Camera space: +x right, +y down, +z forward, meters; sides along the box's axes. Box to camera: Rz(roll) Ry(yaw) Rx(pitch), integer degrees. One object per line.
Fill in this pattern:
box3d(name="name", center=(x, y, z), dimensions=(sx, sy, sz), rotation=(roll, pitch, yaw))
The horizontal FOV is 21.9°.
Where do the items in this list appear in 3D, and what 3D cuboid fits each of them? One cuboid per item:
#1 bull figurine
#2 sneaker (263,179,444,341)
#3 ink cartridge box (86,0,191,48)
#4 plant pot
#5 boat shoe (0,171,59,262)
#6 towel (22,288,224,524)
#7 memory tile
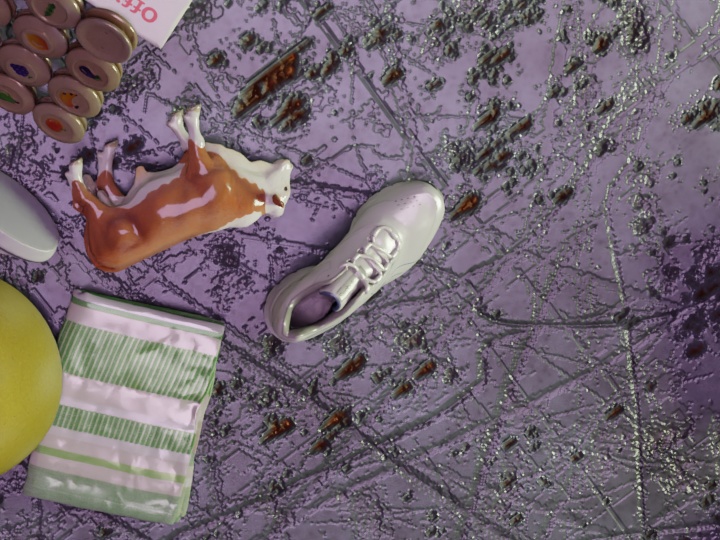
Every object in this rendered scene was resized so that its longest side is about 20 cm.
box3d(name="bull figurine", center=(-0.160, -0.073, 1.635), dimensions=(0.199, 0.065, 0.122), rotation=(-25, 100, -1))
box3d(name="sneaker", center=(0.000, 0.000, 1.654), dimensions=(0.200, 0.087, 0.075), rotation=(-44, 101, 4))
box3d(name="ink cartridge box", center=(-0.173, -0.312, 1.536), dimensions=(0.147, 0.145, 0.201), rotation=(34, 98, -12))
box3d(name="plant pot", center=(-0.369, 0.109, 1.609), dimensions=(0.198, 0.142, 0.202), rotation=(0, 102, 1))
box3d(name="boat shoe", center=(-0.361, -0.058, 1.627), dimensions=(0.199, 0.071, 0.070), rotation=(30, 126, -15))
box3d(name="towel", center=(-0.214, 0.126, 1.699), dimensions=(0.151, 0.023, 0.202), rotation=(13, 103, -7))
box3d(name="memory tile", center=(-0.275, -0.183, 1.549), dimensions=(0.153, 0.200, 0.017), rotation=(31, 57, -10))
